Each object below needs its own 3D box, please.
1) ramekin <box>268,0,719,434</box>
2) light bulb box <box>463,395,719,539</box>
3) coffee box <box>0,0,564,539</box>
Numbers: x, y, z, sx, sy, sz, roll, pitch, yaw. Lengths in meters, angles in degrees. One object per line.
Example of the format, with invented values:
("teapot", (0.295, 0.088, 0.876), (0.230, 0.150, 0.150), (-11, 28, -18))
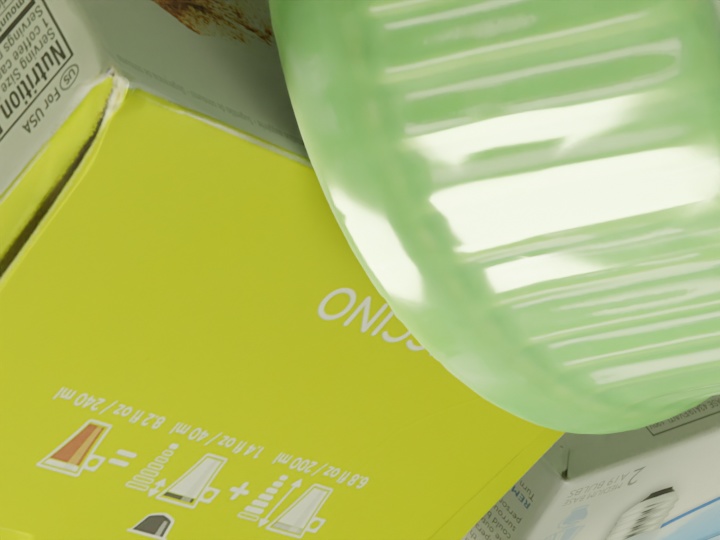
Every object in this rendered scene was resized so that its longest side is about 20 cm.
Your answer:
("ramekin", (0.079, -0.068, 0.634), (0.097, 0.201, 0.200), (-9, 175, 38))
("light bulb box", (0.076, 0.080, 1.190), (0.198, 0.125, 0.200), (-16, 146, -38))
("coffee box", (-0.085, -0.012, 0.714), (0.200, 0.198, 0.199), (-47, 140, 20))
